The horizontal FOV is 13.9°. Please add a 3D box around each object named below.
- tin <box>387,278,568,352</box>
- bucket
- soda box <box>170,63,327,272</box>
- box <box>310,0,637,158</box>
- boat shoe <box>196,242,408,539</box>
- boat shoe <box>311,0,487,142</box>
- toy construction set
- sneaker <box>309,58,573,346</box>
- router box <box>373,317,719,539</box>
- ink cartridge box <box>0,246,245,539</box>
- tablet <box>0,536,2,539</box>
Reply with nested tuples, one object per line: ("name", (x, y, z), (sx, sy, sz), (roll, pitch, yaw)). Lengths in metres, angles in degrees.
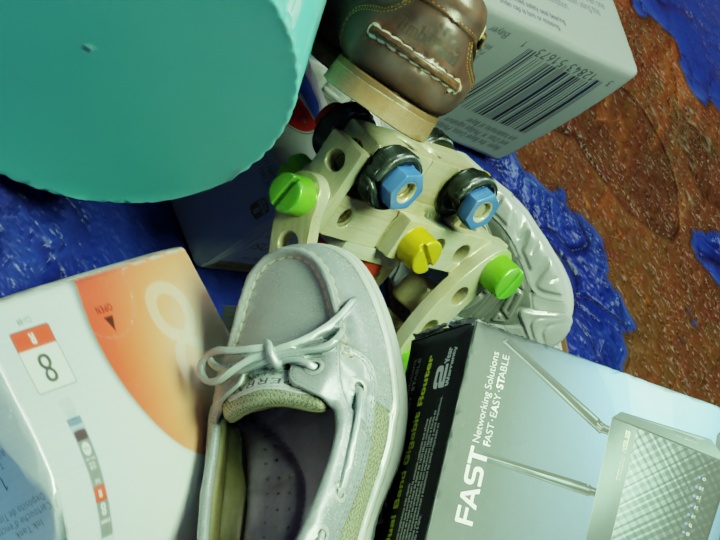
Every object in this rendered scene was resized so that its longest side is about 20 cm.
("tin", (0.063, 0.038, 1.498), (0.112, 0.042, 0.200), (30, 38, -37))
("bucket", (-0.102, -0.136, 1.227), (0.207, 0.207, 0.135), (42, 39, -29))
("soda box", (-0.070, -0.099, 1.386), (0.068, 0.064, 0.200), (5, 57, -56))
("box", (0.034, -0.185, 1.604), (0.184, 0.105, 0.200), (19, 47, -51))
("boat shoe", (-0.031, 0.077, 1.155), (0.065, 0.074, 0.202), (40, 51, -53))
("boat shoe", (0.019, -0.103, 1.270), (0.070, 0.070, 0.200), (30, 5, -13))
("toy construction set", (0.000, 0.000, 1.309), (0.092, 0.131, 0.200), (39, 16, 18))
("sneaker", (0.032, -0.040, 1.450), (0.200, 0.078, 0.099), (43, 20, 4))
("router box", (0.076, 0.135, 1.180), (0.150, 0.062, 0.200), (19, 73, -21))
("ink cartridge box", (-0.078, 0.096, 1.159), (0.200, 0.050, 0.162), (59, 27, 6))
("tablet", (-0.142, 0.083, 1.132), (0.130, 0.014, 0.200), (61, 28, 4))
